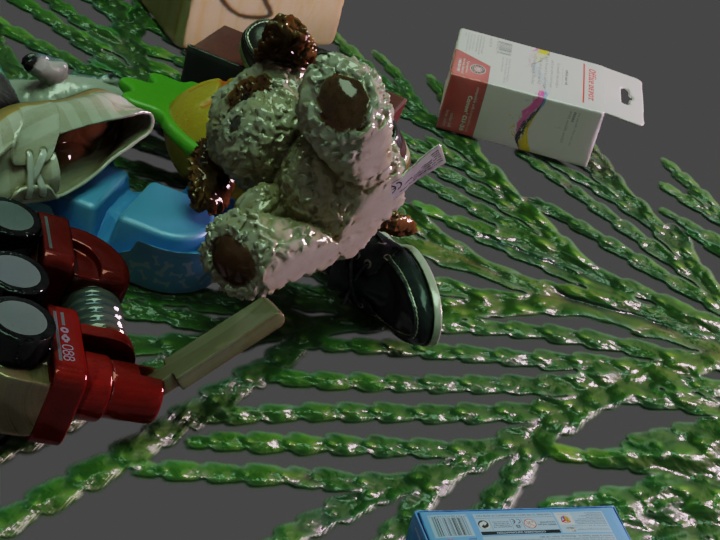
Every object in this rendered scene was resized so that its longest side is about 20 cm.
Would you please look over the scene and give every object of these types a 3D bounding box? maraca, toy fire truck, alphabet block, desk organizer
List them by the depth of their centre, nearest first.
[{"bbox_3d":[-0.173,0.035,1.020,0.199,0.129,0.176,13,31,-26],"label":"toy fire truck"},{"bbox_3d":[-0.116,-0.116,1.257,0.199,0.107,0.137,32,21,17],"label":"maraca"},{"bbox_3d":[-0.064,-0.154,1.374,0.199,0.072,0.077,23,31,10],"label":"desk organizer"},{"bbox_3d":[-0.126,-0.366,1.538,0.194,0.201,0.197,-6,39,-29],"label":"alphabet block"}]

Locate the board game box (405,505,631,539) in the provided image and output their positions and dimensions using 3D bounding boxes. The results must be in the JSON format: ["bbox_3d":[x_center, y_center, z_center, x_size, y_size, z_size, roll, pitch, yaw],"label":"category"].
[{"bbox_3d":[0.127,0.231,0.923,0.150,0.037,0.200,2,35,-20],"label":"board game box"}]

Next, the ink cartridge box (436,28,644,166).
[{"bbox_3d":[0.185,-0.173,1.510,0.199,0.068,0.117,15,34,1],"label":"ink cartridge box"}]

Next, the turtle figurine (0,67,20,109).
[{"bbox_3d":[-0.355,-0.087,1.122,0.199,0.101,0.150,-29,10,-17],"label":"turtle figurine"}]

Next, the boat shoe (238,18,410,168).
[{"bbox_3d":[-0.029,-0.161,1.284,0.200,0.065,0.073,42,66,18],"label":"boat shoe"}]

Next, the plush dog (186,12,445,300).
[{"bbox_3d":[-0.049,-0.091,1.118,0.172,0.200,0.160,46,22,30],"label":"plush dog"}]

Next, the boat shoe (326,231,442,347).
[{"bbox_3d":[0.000,-0.002,1.176,0.066,0.075,0.200,-4,38,-24],"label":"boat shoe"}]

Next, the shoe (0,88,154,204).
[{"bbox_3d":[-0.232,-0.095,1.123,0.053,0.070,0.200,20,31,22],"label":"shoe"}]

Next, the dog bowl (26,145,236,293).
[{"bbox_3d":[-0.191,-0.043,1.175,0.199,0.050,0.112,20,33,7],"label":"dog bowl"}]

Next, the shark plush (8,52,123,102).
[{"bbox_3d":[-0.242,-0.154,1.306,0.199,0.091,0.083,-15,14,-32],"label":"shark plush"}]
